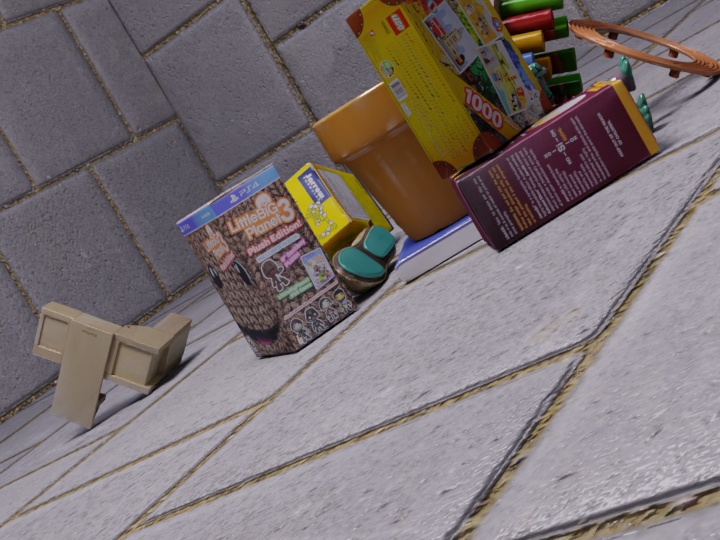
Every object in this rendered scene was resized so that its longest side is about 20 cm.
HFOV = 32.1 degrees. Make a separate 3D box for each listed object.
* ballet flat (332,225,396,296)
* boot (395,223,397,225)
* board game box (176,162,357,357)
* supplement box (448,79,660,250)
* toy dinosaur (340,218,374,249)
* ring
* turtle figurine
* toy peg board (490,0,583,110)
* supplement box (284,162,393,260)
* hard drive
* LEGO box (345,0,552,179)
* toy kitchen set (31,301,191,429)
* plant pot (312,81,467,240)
[{"bbox_3d":[0.000,0.000,1.608,0.066,0.070,0.200,-57,-7,22],"label":"ballet flat"},{"bbox_3d":[0.107,-0.167,1.932,0.199,0.145,0.072,-35,8,-18],"label":"boot"},{"bbox_3d":[-0.117,-0.007,1.523,0.096,0.201,0.159,-33,6,-22],"label":"board game box"},{"bbox_3d":[0.199,-0.112,1.317,0.199,0.086,0.110,-32,6,3],"label":"supplement box"},{"bbox_3d":[-0.014,-0.020,1.774,0.106,0.061,0.200,-33,6,3],"label":"toy dinosaur"},{"bbox_3d":[0.353,-0.275,1.564,0.200,0.198,0.019,-45,-28,-65],"label":"ring"},{"bbox_3d":[0.232,-0.169,1.457,0.198,0.151,0.101,-22,-16,7],"label":"turtle figurine"},{"bbox_3d":[0.218,-0.242,1.565,0.097,0.201,0.201,-9,41,17],"label":"toy peg board"},{"bbox_3d":[-0.049,-0.074,1.838,0.109,0.109,0.200,-39,-13,14],"label":"supplement box"},{"bbox_3d":[0.108,-0.045,1.527,0.131,0.026,0.200,-31,6,10],"label":"hard drive"},{"bbox_3d":[0.097,-0.220,1.332,0.077,0.201,0.149,-28,6,43],"label":"LEGO box"},{"bbox_3d":[-0.408,0.145,2.023,0.180,0.198,0.165,-52,-20,-74],"label":"toy kitchen set"},{"bbox_3d":[0.070,-0.146,1.519,0.199,0.185,0.200,-30,6,3],"label":"plant pot"}]
